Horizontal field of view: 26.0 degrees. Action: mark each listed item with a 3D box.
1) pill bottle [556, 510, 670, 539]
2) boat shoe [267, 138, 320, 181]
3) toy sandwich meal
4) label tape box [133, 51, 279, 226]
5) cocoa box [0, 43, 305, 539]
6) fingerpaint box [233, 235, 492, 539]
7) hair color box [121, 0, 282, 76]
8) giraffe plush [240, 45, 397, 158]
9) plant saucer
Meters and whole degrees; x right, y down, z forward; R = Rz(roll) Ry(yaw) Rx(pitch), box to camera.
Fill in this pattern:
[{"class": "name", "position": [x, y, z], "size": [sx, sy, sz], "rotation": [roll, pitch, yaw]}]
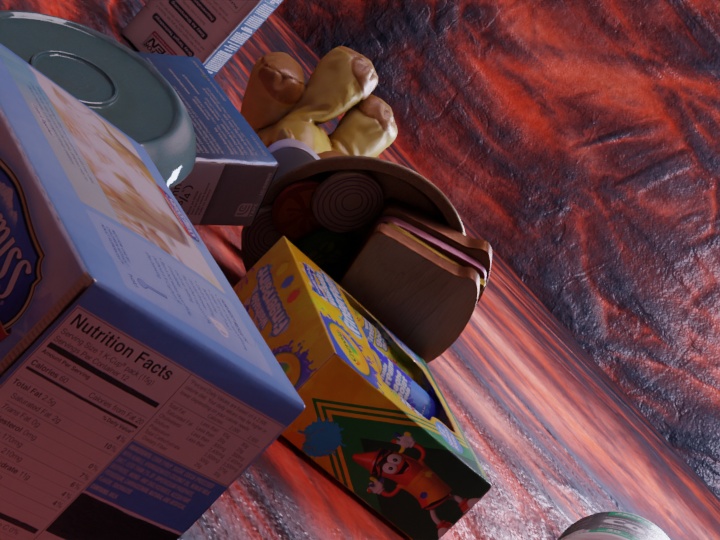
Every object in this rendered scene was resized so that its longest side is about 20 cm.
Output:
[{"class": "pill bottle", "position": [0.191, 0.246, 1.196], "size": [0.113, 0.113, 0.200], "rotation": [47, 9, 11]}, {"class": "boat shoe", "position": [-0.036, -0.036, 1.317], "size": [0.068, 0.073, 0.200], "rotation": [-96, 162, -53]}, {"class": "toy sandwich meal", "position": [0.000, 0.000, 1.251], "size": [0.205, 0.205, 0.071], "rotation": [41, 29, -26]}, {"class": "label tape box", "position": [-0.180, -0.102, 1.153], "size": [0.199, 0.064, 0.144], "rotation": [0, 40, -41]}, {"class": "cocoa box", "position": [-0.140, 0.015, 0.648], "size": [0.133, 0.131, 0.200], "rotation": [36, 13, -46]}, {"class": "fingerpaint box", "position": [-0.005, 0.084, 1.145], "size": [0.167, 0.073, 0.200], "rotation": [41, 9, -25]}, {"class": "hair color box", "position": [-0.162, -0.303, 1.752], "size": [0.100, 0.200, 0.060], "rotation": [46, 9, 9]}, {"class": "giraffe plush", "position": [-0.058, -0.094, 1.415], "size": [0.163, 0.198, 0.174], "rotation": [-105, 174, -63]}, {"class": "plant saucer", "position": [-0.201, -0.124, 1.077], "size": [0.198, 0.028, 0.201], "rotation": [21, 30, -13]}]
